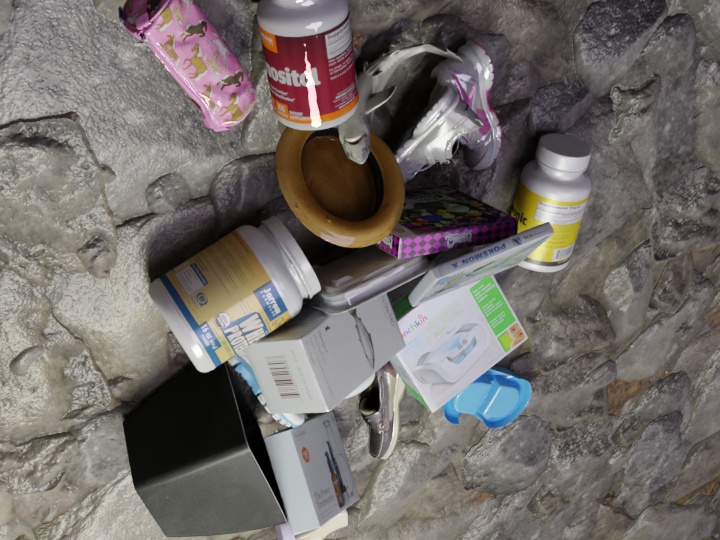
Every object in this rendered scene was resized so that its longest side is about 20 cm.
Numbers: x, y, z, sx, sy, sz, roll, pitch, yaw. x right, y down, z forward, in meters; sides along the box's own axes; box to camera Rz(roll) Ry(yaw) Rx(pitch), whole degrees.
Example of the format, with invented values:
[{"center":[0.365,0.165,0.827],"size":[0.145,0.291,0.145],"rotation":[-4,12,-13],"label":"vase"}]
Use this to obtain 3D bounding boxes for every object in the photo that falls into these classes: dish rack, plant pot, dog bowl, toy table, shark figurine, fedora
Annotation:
[{"center":[0.000,0.000,1.626],"size":[0.171,0.200,0.044],"rotation":[-25,105,-15],"label":"dish rack"},{"center":[-0.235,0.273,1.667],"size":[0.177,0.200,0.200],"rotation":[-22,133,-2],"label":"plant pot"},{"center":[0.214,0.218,2.019],"size":[0.200,0.050,0.112],"rotation":[12,114,-39],"label":"dog bowl"},{"center":[-0.078,0.455,1.925],"size":[0.117,0.184,0.200],"rotation":[-12,156,-10],"label":"toy table"},{"center":[0.029,-0.237,1.526],"size":[0.215,0.128,0.090],"rotation":[-49,150,-11],"label":"shark figurine"},{"center":[-0.037,-0.113,1.535],"size":[0.200,0.201,0.082],"rotation":[-8,161,-30],"label":"fedora"}]

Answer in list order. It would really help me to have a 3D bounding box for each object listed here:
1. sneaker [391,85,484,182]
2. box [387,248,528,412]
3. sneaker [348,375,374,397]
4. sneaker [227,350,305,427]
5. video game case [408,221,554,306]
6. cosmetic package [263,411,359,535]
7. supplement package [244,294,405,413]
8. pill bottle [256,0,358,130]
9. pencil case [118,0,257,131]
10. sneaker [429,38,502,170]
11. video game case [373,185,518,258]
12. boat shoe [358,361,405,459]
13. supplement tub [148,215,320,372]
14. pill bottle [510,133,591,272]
[{"center":[0.094,-0.163,1.580],"size":[0.082,0.075,0.200],"rotation":[34,139,-7],"label":"sneaker"},{"center":[0.132,0.086,1.794],"size":[0.200,0.097,0.177],"rotation":[-36,118,-9],"label":"box"},{"center":[-0.052,0.134,1.752],"size":[0.200,0.074,0.118],"rotation":[-2,129,-31],"label":"sneaker"},{"center":[-0.130,0.142,1.663],"size":[0.087,0.075,0.200],"rotation":[-37,110,-2],"label":"sneaker"},{"center":[0.167,-0.006,1.625],"size":[0.182,0.022,0.200],"rotation":[-22,171,-10],"label":"video game case"},{"center":[-0.072,0.308,1.762],"size":[0.052,0.151,0.200],"rotation":[-21,176,16],"label":"cosmetic package"},{"center":[-0.049,0.107,1.631],"size":[0.200,0.117,0.117],"rotation":[-36,111,-46],"label":"supplement package"},{"center":[-0.066,-0.283,1.405],"size":[0.113,0.113,0.200],"rotation":[-23,132,-18],"label":"pill bottle"},{"center":[-0.200,-0.254,1.357],"size":[0.087,0.083,0.200],"rotation":[-41,136,-2],"label":"pencil case"},{"center":[0.141,-0.226,1.621],"size":[0.088,0.081,0.200],"rotation":[-23,126,-13],"label":"sneaker"},{"center":[0.091,-0.072,1.621],"size":[0.200,0.181,0.036],"rotation":[-9,114,-28],"label":"video game case"},{"center":[0.029,0.226,1.887],"size":[0.065,0.072,0.200],"rotation":[-5,121,-25],"label":"boat shoe"},{"center":[-0.169,0.029,1.546],"size":[0.200,0.145,0.145],"rotation":[-33,135,-9],"label":"supplement tub"},{"center":[0.297,-0.107,1.785],"size":[0.111,0.111,0.200],"rotation":[-9,126,-29],"label":"pill bottle"}]
